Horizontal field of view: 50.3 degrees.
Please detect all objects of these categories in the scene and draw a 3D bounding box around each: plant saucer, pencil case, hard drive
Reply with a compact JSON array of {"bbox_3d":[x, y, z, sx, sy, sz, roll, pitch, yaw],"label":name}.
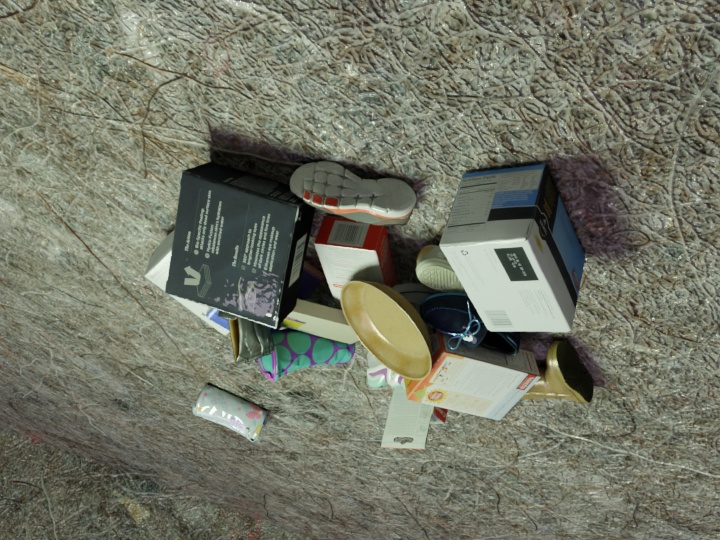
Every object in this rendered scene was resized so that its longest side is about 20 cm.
[{"bbox_3d":[0.049,0.090,1.253,0.198,0.035,0.203,36,149,25],"label":"plant saucer"},{"bbox_3d":[-0.104,0.152,1.467,0.196,0.095,0.084,-8,-164,-39],"label":"pencil case"},{"bbox_3d":[-0.348,0.382,2.051,0.196,0.092,0.083,27,148,-6],"label":"pencil case"},{"bbox_3d":[-0.178,0.046,1.414,0.130,0.026,0.200,32,117,-23],"label":"hard drive"}]

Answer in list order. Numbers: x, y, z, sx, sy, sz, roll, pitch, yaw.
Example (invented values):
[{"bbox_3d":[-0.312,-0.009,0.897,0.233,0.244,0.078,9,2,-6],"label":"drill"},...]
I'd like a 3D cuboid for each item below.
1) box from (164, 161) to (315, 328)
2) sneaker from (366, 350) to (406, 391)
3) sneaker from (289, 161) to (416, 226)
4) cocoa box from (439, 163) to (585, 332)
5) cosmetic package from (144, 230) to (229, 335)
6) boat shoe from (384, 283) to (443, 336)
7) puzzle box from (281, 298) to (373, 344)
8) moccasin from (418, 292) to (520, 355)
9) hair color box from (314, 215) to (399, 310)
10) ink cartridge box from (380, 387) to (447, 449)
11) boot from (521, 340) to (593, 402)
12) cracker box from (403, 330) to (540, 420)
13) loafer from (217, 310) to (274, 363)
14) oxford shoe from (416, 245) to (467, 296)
[{"bbox_3d":[-0.188,-0.045,1.213,0.195,0.118,0.202,16,109,8],"label":"box"},{"bbox_3d":[0.081,0.146,1.427,0.196,0.077,0.144,-5,96,40],"label":"sneaker"},{"bbox_3d":[-0.013,-0.100,1.153,0.195,0.079,0.082,16,154,12],"label":"sneaker"},{"bbox_3d":[0.216,-0.026,1.060,0.131,0.133,0.201,-2,141,34],"label":"cocoa box"},{"bbox_3d":[-0.294,0.014,1.449,0.112,0.082,0.199,-40,119,22],"label":"cosmetic package"},{"bbox_3d":[0.130,0.077,1.285,0.195,0.066,0.074,12,132,-16],"label":"boat shoe"},{"bbox_3d":[-0.081,0.088,1.375,0.195,0.026,0.133,16,162,-18],"label":"puzzle box"},{"bbox_3d":[0.185,0.088,1.227,0.195,0.070,0.081,13,142,-24],"label":"moccasin"},{"bbox_3d":[0.000,0.000,1.299,0.108,0.065,0.202,7,144,18],"label":"hair color box"},{"bbox_3d":[0.114,0.250,1.463,0.107,0.204,0.050,-8,144,39],"label":"ink cartridge box"},{"bbox_3d":[0.303,0.192,1.394,0.196,0.067,0.176,-4,139,38],"label":"boot"},{"bbox_3d":[0.189,0.180,1.309,0.195,0.059,0.135,17,130,-22],"label":"cracker box"},{"bbox_3d":[-0.216,0.065,1.339,0.072,0.071,0.205,-5,107,64],"label":"loafer"},{"bbox_3d":[0.164,0.012,1.228,0.197,0.059,0.075,26,130,-34],"label":"oxford shoe"}]
